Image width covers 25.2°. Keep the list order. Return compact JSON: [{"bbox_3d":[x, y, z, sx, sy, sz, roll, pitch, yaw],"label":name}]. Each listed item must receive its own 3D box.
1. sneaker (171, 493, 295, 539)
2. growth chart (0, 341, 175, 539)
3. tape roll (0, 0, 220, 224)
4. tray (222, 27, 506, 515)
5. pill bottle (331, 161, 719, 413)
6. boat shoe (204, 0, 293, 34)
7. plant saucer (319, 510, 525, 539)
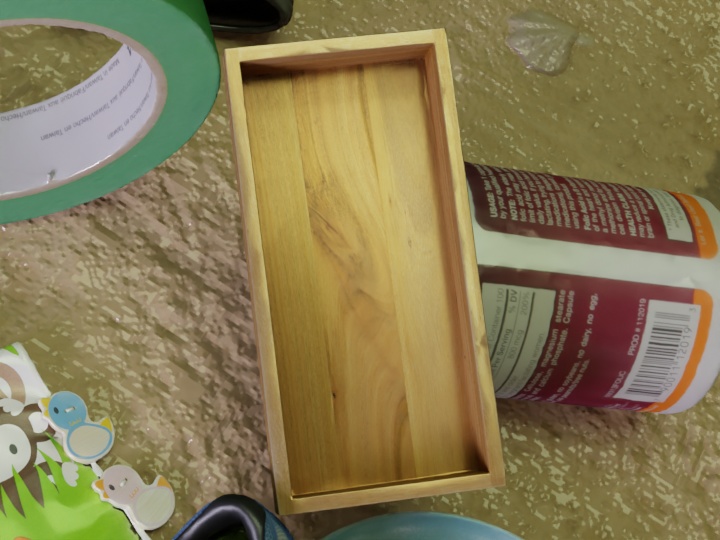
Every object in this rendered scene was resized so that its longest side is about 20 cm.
[{"bbox_3d":[-0.092,0.173,0.649,0.078,0.089,0.200,19,61,21],"label":"sneaker"},{"bbox_3d":[-0.176,0.096,0.721,0.200,0.018,0.145,43,57,6],"label":"growth chart"},{"bbox_3d":[-0.164,-0.087,0.716,0.200,0.201,0.048,-8,66,-22],"label":"tape roll"},{"bbox_3d":[0.000,0.000,0.706,0.098,0.037,0.201,-7,84,-7],"label":"tray"},{"bbox_3d":[0.072,0.007,0.796,0.199,0.114,0.115,7,60,-15],"label":"pill bottle"},{"bbox_3d":[-0.130,-0.167,0.847,0.200,0.072,0.061,4,57,-19],"label":"boat shoe"},{"bbox_3d":[0.035,0.208,0.725,0.199,0.027,0.201,8,61,-14],"label":"plant saucer"}]
